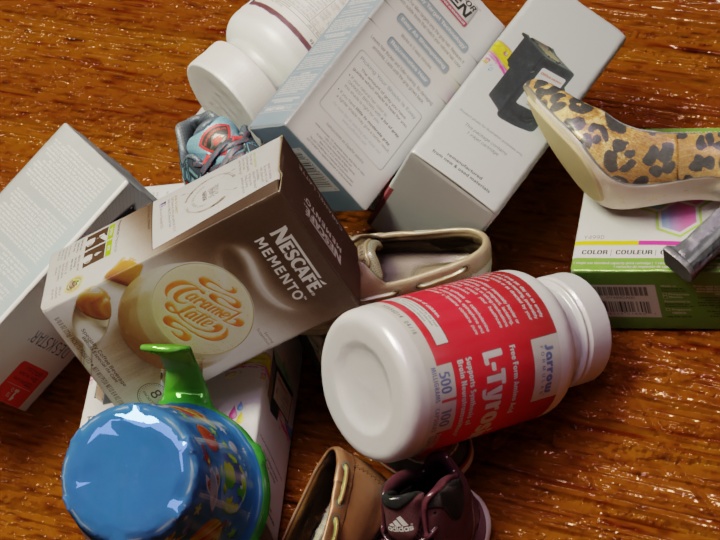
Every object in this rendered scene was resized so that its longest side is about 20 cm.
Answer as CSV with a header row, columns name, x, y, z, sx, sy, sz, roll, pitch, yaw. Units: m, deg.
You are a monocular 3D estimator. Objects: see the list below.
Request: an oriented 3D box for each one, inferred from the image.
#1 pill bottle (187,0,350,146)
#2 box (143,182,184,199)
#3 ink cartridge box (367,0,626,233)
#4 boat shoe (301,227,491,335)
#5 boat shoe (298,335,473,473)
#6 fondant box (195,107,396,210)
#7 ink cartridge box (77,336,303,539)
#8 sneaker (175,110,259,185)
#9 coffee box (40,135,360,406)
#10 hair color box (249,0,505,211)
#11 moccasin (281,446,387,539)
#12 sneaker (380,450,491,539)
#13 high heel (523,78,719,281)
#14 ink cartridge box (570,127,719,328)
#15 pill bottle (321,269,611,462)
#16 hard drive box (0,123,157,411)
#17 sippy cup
name,x,y,z,sx,sy,sz,roll,pitch,yaw
pill bottle,-0.039,-0.192,1.831,0.200,0.110,0.109,-42,51,-18
box,-0.131,-0.028,1.840,0.199,0.049,0.082,-5,49,14
ink cartridge box,0.106,-0.110,1.759,0.083,0.146,0.200,36,64,2
boat shoe,0.000,0.000,1.681,0.199,0.065,0.072,-4,51,-3
boat shoe,0.014,0.083,1.692,0.071,0.063,0.200,-31,50,-12
fondant box,-0.017,-0.138,1.891,0.200,0.058,0.144,19,59,29
ink cartridge box,-0.130,0.110,1.700,0.144,0.084,0.200,-5,49,14
sneaker,-0.104,-0.068,1.730,0.079,0.096,0.200,-29,26,-11
coffee box,-0.113,0.006,1.609,0.200,0.114,0.080,-27,28,15
hair color box,0.015,-0.152,1.756,0.200,0.099,0.061,-53,25,-20
moccasin,-0.047,0.218,1.569,0.074,0.078,0.202,8,63,58
sneaker,0.024,0.210,1.546,0.075,0.116,0.200,8,54,23
high heel,0.228,-0.103,1.657,0.143,0.071,0.200,-41,73,-10
ink cartridge box,0.250,-0.055,1.723,0.147,0.076,0.200,0,53,18
pill bottle,0.080,0.062,1.616,0.200,0.112,0.112,-14,41,-35
hard drive box,-0.245,0.000,1.739,0.077,0.156,0.200,43,91,18
sippy cup,-0.142,0.148,1.538,0.139,0.130,0.178,-32,73,4
